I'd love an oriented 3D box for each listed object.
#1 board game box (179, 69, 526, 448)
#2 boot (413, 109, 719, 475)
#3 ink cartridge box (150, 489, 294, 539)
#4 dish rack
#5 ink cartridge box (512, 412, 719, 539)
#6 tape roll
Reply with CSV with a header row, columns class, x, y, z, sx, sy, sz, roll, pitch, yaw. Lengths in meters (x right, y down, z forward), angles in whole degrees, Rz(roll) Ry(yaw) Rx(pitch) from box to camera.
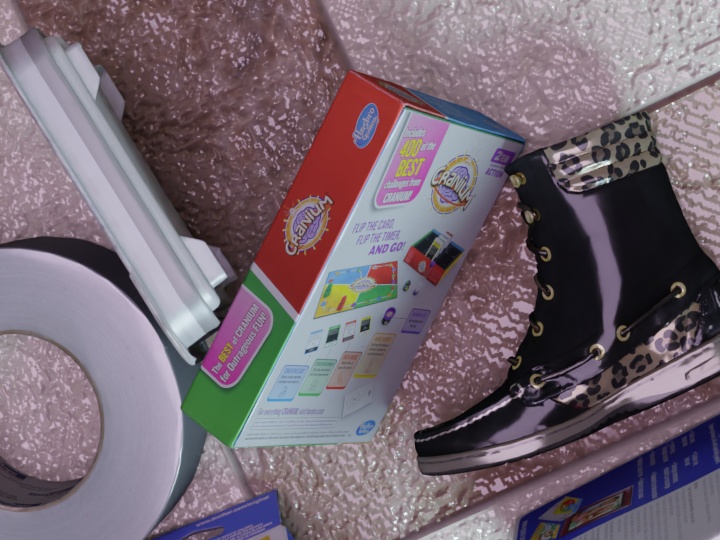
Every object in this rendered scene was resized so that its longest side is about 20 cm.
class,x,y,z,sx,sy,sz,roll,pitch,yaw
board game box,0.000,0.000,1.001,0.040,0.153,0.201,33,102,27
boot,0.103,0.015,1.030,0.202,0.073,0.155,-23,90,7
ink cartridge box,-0.080,0.224,1.043,0.118,0.201,0.042,-24,131,7
dish rack,-0.126,-0.045,1.011,0.043,0.172,0.201,-33,90,0
ink cartridge box,0.168,0.133,0.968,0.199,0.198,0.047,-28,95,13
tape roll,-0.192,0.082,1.089,0.198,0.066,0.203,1,97,9
